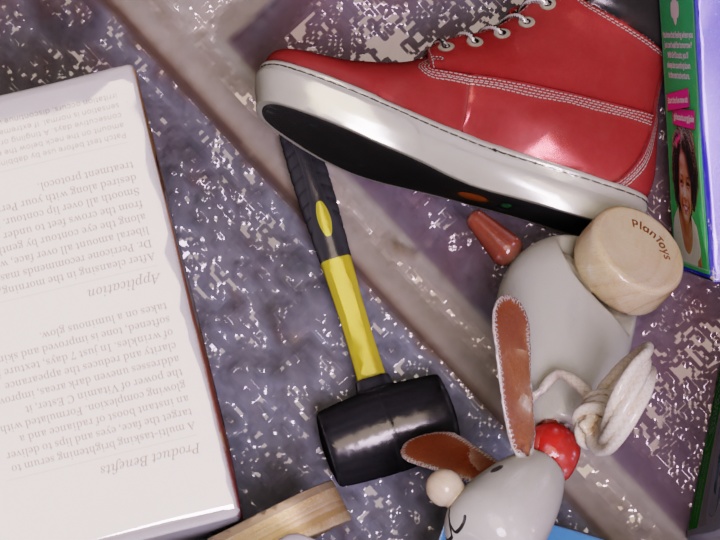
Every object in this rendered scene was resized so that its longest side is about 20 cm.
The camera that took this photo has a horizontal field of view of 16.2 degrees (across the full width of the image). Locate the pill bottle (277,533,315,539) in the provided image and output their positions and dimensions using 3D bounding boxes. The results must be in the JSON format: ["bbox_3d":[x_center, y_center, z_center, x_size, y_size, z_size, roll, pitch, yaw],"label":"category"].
[{"bbox_3d":[-0.081,0.200,1.071,0.200,0.109,0.109,-39,84,17],"label":"pill bottle"}]

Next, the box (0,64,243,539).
[{"bbox_3d":[-0.126,0.029,1.143,0.106,0.152,0.201,-14,83,-4],"label":"box"}]

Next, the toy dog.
[{"bbox_3d":[0.069,0.038,1.128,0.096,0.200,0.132,31,115,-1],"label":"toy dog"}]

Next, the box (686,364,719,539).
[{"bbox_3d":[0.262,0.091,1.131,0.199,0.176,0.097,13,82,0],"label":"box"}]

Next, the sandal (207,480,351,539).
[{"bbox_3d":[-0.090,0.173,1.145,0.211,0.078,0.070,-29,83,11],"label":"sandal"}]

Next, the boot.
[{"bbox_3d":[0.054,-0.108,1.201,0.199,0.072,0.145,15,81,-15],"label":"boot"}]

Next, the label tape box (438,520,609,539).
[{"bbox_3d":[0.114,0.200,1.132,0.199,0.063,0.145,24,81,-24],"label":"label tape box"}]

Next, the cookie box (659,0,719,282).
[{"bbox_3d":[0.227,-0.104,1.179,0.170,0.075,0.201,-5,95,-9],"label":"cookie box"}]

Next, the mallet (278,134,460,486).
[{"bbox_3d":[0.000,0.000,1.211,0.066,0.041,0.201,-9,78,-3],"label":"mallet"}]
